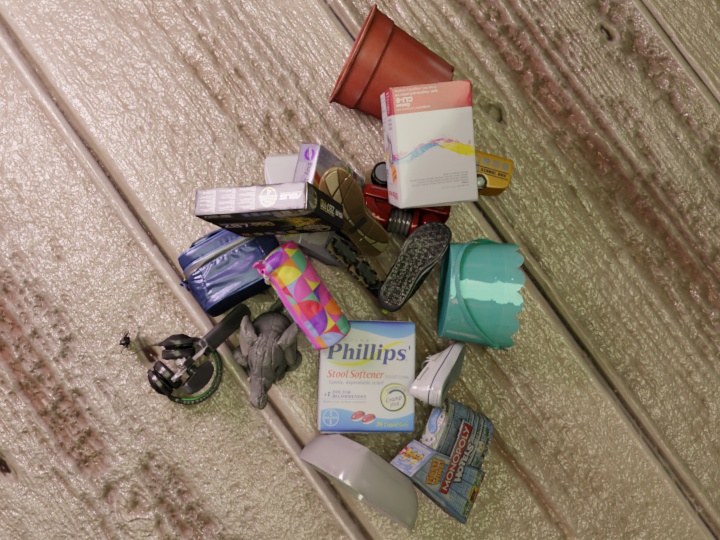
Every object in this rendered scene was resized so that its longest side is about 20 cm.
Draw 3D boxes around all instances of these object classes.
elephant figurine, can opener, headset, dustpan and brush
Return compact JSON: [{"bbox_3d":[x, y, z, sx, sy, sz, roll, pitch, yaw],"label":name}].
[{"bbox_3d":[-0.163,0.143,1.210,0.140,0.200,0.157,-32,87,-8],"label":"elephant figurine"},{"bbox_3d":[-0.271,0.143,1.239,0.067,0.052,0.201,47,53,-12],"label":"can opener"},{"bbox_3d":[-0.359,0.173,1.266,0.198,0.094,0.125,27,77,-18],"label":"headset"},{"bbox_3d":[-0.117,-0.124,1.326,0.136,0.057,0.204,-3,77,-5],"label":"dustpan and brush"}]

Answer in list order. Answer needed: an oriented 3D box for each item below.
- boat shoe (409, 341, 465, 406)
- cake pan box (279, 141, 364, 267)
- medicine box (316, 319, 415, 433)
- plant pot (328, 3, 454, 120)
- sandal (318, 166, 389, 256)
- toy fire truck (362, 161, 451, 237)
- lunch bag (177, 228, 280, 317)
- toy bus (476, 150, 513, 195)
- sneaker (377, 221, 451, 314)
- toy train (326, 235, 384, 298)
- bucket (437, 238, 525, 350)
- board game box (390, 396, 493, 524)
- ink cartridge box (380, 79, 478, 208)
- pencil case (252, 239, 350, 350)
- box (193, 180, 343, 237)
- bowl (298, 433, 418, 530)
[{"bbox_3d":[0.147,0.181,1.259,0.066,0.200,0.075,12,110,19],"label":"boat shoe"},{"bbox_3d":[-0.067,-0.115,1.262,0.051,0.199,0.188,10,81,27],"label":"cake pan box"},{"bbox_3d":[0.009,0.198,1.271,0.178,0.103,0.205,2,84,-6],"label":"medicine box"},{"bbox_3d":[0.065,-0.372,1.305,0.193,0.201,0.204,26,82,-11],"label":"plant pot"},{"bbox_3d":[-0.015,-0.107,1.232,0.080,0.054,0.201,-35,125,5],"label":"sandal"},{"bbox_3d":[0.078,-0.082,1.313,0.172,0.129,0.204,12,73,-4],"label":"toy fire truck"},{"bbox_3d":[-0.243,-0.012,1.251,0.198,0.136,0.134,-28,83,-9],"label":"lunch bag"},{"bbox_3d":[0.201,-0.204,1.353,0.196,0.065,0.080,14,82,-4],"label":"toy bus"},{"bbox_3d":[0.097,-0.007,1.270,0.071,0.083,0.201,39,91,11],"label":"sneaker"},{"bbox_3d":[0.000,0.000,1.278,0.200,0.045,0.034,45,67,-36],"label":"toy train"},{"bbox_3d":[0.221,0.041,1.266,0.132,0.207,0.212,5,83,0],"label":"bucket"},{"bbox_3d":[0.155,0.342,1.240,0.199,0.061,0.203,31,79,-39],"label":"board game box"},{"bbox_3d":[0.118,-0.218,1.182,0.141,0.145,0.204,-7,100,-4],"label":"ink cartridge box"},{"bbox_3d":[-0.100,0.046,1.161,0.088,0.088,0.201,-39,104,-9],"label":"pencil case"},{"bbox_3d":[-0.144,-0.097,1.092,0.196,0.161,0.050,-2,79,18],"label":"box"},{"bbox_3d":[0.004,0.363,1.192,0.199,0.199,0.075,41,72,-24],"label":"bowl"}]
